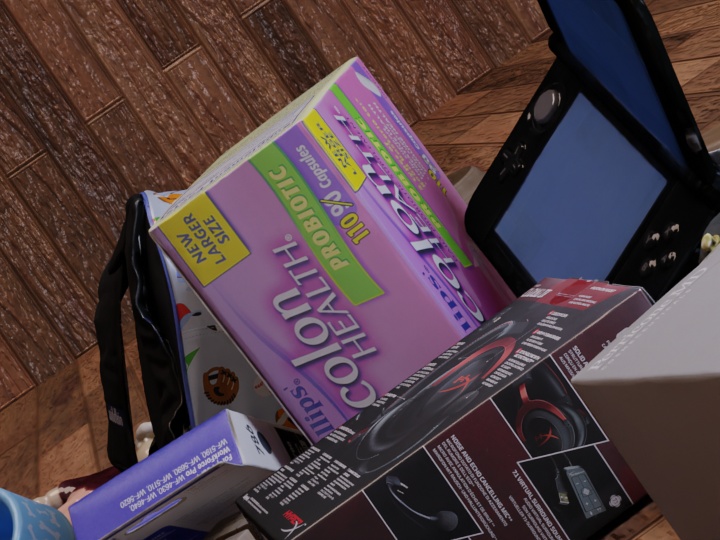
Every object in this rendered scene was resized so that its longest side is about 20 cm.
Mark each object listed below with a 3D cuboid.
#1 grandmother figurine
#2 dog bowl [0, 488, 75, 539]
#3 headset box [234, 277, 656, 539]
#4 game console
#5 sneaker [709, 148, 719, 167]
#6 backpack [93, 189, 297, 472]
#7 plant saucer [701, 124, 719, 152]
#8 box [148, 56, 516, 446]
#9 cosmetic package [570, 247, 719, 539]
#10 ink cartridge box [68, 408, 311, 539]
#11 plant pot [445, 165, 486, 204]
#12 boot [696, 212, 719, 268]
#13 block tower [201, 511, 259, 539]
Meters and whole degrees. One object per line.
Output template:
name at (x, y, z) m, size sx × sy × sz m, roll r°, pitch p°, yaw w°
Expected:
grandmother figurine at (-0.183, 0.167, 1.610) m, size 0.121 × 0.061 × 0.200 m, roll 13°, pitch 37°, yaw 42°
dog bowl at (-0.276, 0.212, 1.502) m, size 0.200 × 0.050 × 0.112 m, roll -32°, pitch 44°, yaw 12°
headset box at (0.055, 0.077, 0.989) m, size 0.200 × 0.075 × 0.149 m, roll -36°, pitch 7°, yaw -8°
game console at (0.090, -0.070, 1.122) m, size 0.176 × 0.116 × 0.200 m, roll -58°, pitch 28°, yaw 15°
sneaker at (0.215, -0.042, 1.160) m, size 0.200 × 0.074 × 0.081 m, roll -34°, pitch -12°, yaw 2°
backpack at (-0.075, 0.039, 1.368) m, size 0.154 × 0.191 × 0.200 m, roll -16°, pitch -2°, yaw -16°
plant saucer at (0.252, -0.088, 1.299) m, size 0.200 × 0.030 × 0.200 m, roll -28°, pitch 2°, yaw 1°
box at (0.000, 0.000, 1.202) m, size 0.097 × 0.176 × 0.200 m, roll -35°, pitch 6°, yaw 15°
cosmetic package at (0.162, 0.034, 0.748) m, size 0.107 × 0.090 × 0.200 m, roll -39°, pitch 11°, yaw -18°
ink cartridge box at (-0.075, 0.115, 1.175) m, size 0.099 × 0.039 × 0.200 m, roll -32°, pitch -18°, yaw 11°
plant pot at (0.056, -0.002, 1.476) m, size 0.201 × 0.093 × 0.201 m, roll -33°, pitch 8°, yaw 5°
boot at (0.181, -0.002, 0.965) m, size 0.203 × 0.074 × 0.154 m, roll -30°, pitch 2°, yaw -26°
block tower at (-0.083, 0.175, 1.054) m, size 0.054 × 0.058 × 0.200 m, roll -30°, pitch 9°, yaw 37°
